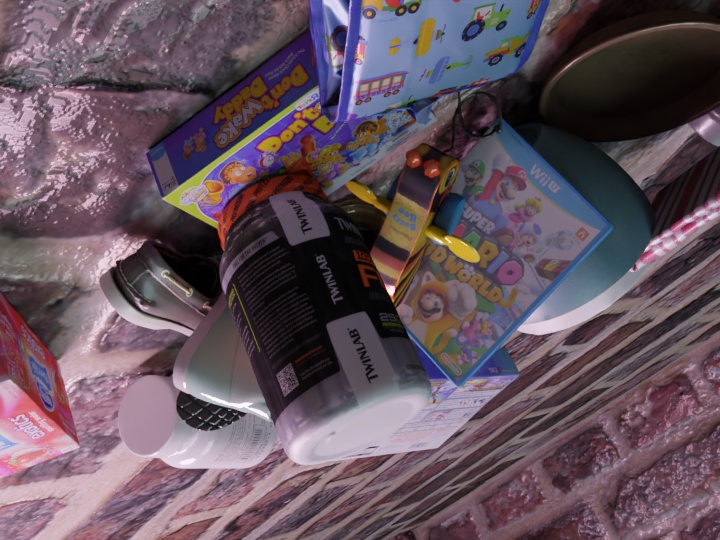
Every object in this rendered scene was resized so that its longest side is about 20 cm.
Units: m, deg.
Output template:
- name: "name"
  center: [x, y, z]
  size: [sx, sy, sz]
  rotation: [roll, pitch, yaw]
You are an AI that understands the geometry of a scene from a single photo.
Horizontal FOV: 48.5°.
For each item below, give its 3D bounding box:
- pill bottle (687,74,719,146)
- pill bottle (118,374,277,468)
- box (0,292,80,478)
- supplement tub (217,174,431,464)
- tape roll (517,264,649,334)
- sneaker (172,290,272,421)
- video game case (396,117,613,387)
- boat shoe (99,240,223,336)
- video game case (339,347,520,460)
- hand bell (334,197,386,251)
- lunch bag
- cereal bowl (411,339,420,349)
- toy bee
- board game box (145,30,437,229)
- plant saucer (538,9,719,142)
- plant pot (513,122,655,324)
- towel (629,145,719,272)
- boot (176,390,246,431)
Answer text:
- name: "pill bottle"
  center: [0.412, -0.221, 0.787]
  size: [0.118, 0.121, 0.201]
  rotation: [-11, 151, -31]
- name: "pill bottle"
  center: [-0.195, 0.182, 0.977]
  size: [0.113, 0.116, 0.199]
  rotation: [-33, 155, 17]
- name: "box"
  center: [-0.333, 0.107, 0.708]
  size: [0.101, 0.096, 0.201]
  rotation: [-19, 155, -13]
- name: "supplement tub"
  center: [-0.036, 0.034, 0.624]
  size: [0.120, 0.203, 0.123]
  rotation: [-21, 156, -10]
- name: "tape roll"
  center: [0.235, -0.022, 0.919]
  size: [0.201, 0.071, 0.203]
  rotation: [-37, -162, 14]
- name: "sneaker"
  center: [-0.070, 0.044, 0.729]
  size: [0.074, 0.116, 0.203]
  rotation: [85, 29, -58]
- name: "video game case"
  center: [0.110, -0.016, 0.733]
  size: [0.200, 0.143, 0.018]
  rotation: [-47, 165, 11]
- name: "boat shoe"
  center: [-0.155, 0.019, 0.744]
  size: [0.060, 0.073, 0.201]
  rotation: [-41, 160, 10]
- name: "video game case"
  center: [0.074, 0.165, 0.996]
  size: [0.197, 0.046, 0.182]
  rotation: [4, 139, -42]
- name: "hand bell"
  center: [0.000, 0.000, 0.880]
  size: [0.102, 0.106, 0.200]
  rotation: [-25, 169, -3]
- name: "lunch bag"
  center: [0.047, -0.173, 0.498]
  size: [0.148, 0.095, 0.202]
  rotation: [-20, 144, -16]
- name: "cereal bowl"
  center: [0.026, 0.083, 0.988]
  size: [0.197, 0.085, 0.200]
  rotation: [-25, 172, -4]
- name: "toy bee"
  center: [0.045, -0.066, 0.690]
  size: [0.128, 0.205, 0.108]
  rotation: [7, -179, 17]
- name: "board game box"
  center: [-0.050, -0.107, 0.634]
  size: [0.198, 0.045, 0.134]
  rotation: [-33, 155, 14]
- name: "plant saucer"
  center: [0.266, -0.182, 0.758]
  size: [0.195, 0.030, 0.201]
  rotation: [-4, 161, -1]
- name: "plant pot"
  center: [0.174, -0.065, 0.805]
  size: [0.198, 0.201, 0.136]
  rotation: [-33, 112, 14]
- name: "towel"
  center: [0.343, -0.082, 0.763]
  size: [0.146, 0.030, 0.200]
  rotation: [-46, -179, -43]
- name: "boot"
  center: [-0.108, 0.092, 0.849]
  size: [0.200, 0.068, 0.131]
  rotation: [-45, 179, -16]
